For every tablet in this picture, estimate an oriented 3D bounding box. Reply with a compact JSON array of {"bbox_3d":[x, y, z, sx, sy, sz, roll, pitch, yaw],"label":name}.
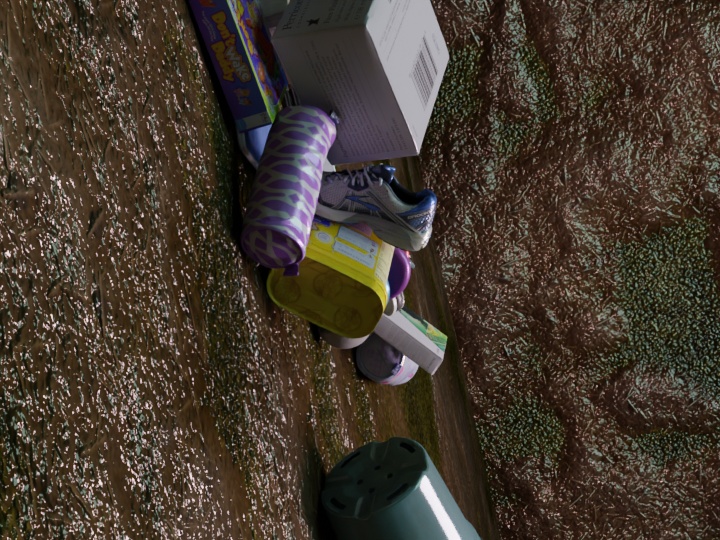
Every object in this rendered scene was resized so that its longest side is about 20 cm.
[{"bbox_3d":[-0.130,-0.173,1.523,0.200,0.013,0.132,56,24,-67],"label":"tablet"}]

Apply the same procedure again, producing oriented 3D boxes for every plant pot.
[{"bbox_3d":[0.052,0.335,1.519,0.201,0.197,0.198,-84,153,-62],"label":"plant pot"}]

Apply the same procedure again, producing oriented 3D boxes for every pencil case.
[{"bbox_3d":[-0.083,-0.100,1.391,0.086,0.083,0.202,57,40,-47],"label":"pencil case"},{"bbox_3d":[0.049,0.146,2.003,0.083,0.091,0.200,35,-2,13],"label":"pencil case"}]

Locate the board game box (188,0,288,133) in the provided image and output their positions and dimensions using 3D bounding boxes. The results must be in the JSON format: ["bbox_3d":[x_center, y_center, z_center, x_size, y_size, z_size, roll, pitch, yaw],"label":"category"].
[{"bbox_3d":[-0.147,-0.284,1.404,0.135,0.044,0.202,-80,153,-60],"label":"board game box"}]

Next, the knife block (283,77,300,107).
[{"bbox_3d":[-0.106,-0.313,1.752,0.198,0.177,0.064,31,17,-6],"label":"knife block"}]

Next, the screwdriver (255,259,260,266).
[{"bbox_3d":[-0.107,-0.041,1.460,0.029,0.028,0.201,45,20,-17],"label":"screwdriver"}]

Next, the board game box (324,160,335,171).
[{"bbox_3d":[-0.060,-0.123,1.861,0.201,0.025,0.203,-80,157,-66],"label":"board game box"}]

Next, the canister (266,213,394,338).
[{"bbox_3d":[-0.028,-0.022,1.501,0.087,0.147,0.201,-61,-172,33],"label":"canister"}]

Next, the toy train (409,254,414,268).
[{"bbox_3d":[0.029,-0.015,2.028,0.113,0.086,0.200,35,3,5],"label":"toy train"}]

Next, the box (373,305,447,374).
[{"bbox_3d":[0.049,0.077,1.880,0.199,0.037,0.144,38,13,-1],"label":"box"}]

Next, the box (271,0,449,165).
[{"bbox_3d":[0.006,-0.275,1.472,0.201,0.129,0.201,-72,147,-40],"label":"box"}]

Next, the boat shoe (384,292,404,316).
[{"bbox_3d":[0.027,-0.029,1.825,0.072,0.060,0.204,-47,-118,54],"label":"boat shoe"}]

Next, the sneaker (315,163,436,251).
[{"bbox_3d":[0.006,-0.103,1.478,0.077,0.197,0.086,-81,-167,-57],"label":"sneaker"}]

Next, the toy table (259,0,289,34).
[{"bbox_3d":[-0.100,-0.338,1.597,0.184,0.115,0.203,-82,158,-65],"label":"toy table"}]

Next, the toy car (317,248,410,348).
[{"bbox_3d":[0.000,0.000,1.686,0.200,0.148,0.178,-79,156,-68],"label":"toy car"}]
